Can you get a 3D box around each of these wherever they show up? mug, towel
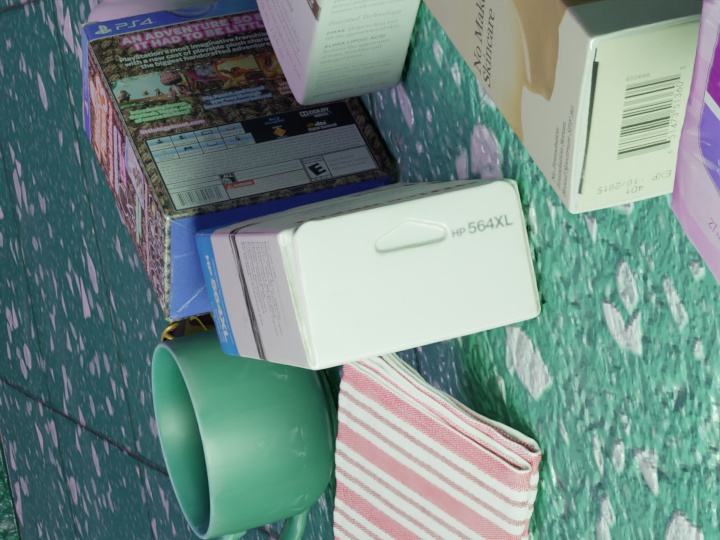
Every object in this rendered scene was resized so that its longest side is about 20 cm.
[{"bbox_3d":[-0.084,0.129,1.785,0.152,0.114,0.186,-120,24,-43],"label":"mug"},{"bbox_3d":[0.047,0.147,1.454,0.146,0.030,0.201,33,139,28],"label":"towel"}]

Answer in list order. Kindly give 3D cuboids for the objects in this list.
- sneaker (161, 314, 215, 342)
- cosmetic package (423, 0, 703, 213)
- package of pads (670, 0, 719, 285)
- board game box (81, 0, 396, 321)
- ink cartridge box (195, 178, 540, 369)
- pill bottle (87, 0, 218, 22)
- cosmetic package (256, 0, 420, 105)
[{"bbox_3d":[-0.128,0.040,1.912,0.075,0.084,0.201,124,132,-65],"label":"sneaker"},{"bbox_3d":[0.094,-0.130,1.120,0.200,0.071,0.106,-121,25,-46],"label":"cosmetic package"},{"bbox_3d":[0.180,-0.066,0.888,0.121,0.075,0.201,-123,27,-43],"label":"package of pads"},{"bbox_3d":[-0.086,-0.082,1.575,0.097,0.158,0.201,96,156,-45],"label":"board game box"},{"bbox_3d":[0.000,0.000,1.380,0.200,0.145,0.085,-174,72,-73],"label":"ink cartridge box"},{"bbox_3d":[-0.150,-0.158,1.805,0.111,0.111,0.201,-158,58,-69],"label":"pill bottle"},{"bbox_3d":[-0.008,-0.201,1.397,0.200,0.074,0.102,101,151,-55],"label":"cosmetic package"}]
